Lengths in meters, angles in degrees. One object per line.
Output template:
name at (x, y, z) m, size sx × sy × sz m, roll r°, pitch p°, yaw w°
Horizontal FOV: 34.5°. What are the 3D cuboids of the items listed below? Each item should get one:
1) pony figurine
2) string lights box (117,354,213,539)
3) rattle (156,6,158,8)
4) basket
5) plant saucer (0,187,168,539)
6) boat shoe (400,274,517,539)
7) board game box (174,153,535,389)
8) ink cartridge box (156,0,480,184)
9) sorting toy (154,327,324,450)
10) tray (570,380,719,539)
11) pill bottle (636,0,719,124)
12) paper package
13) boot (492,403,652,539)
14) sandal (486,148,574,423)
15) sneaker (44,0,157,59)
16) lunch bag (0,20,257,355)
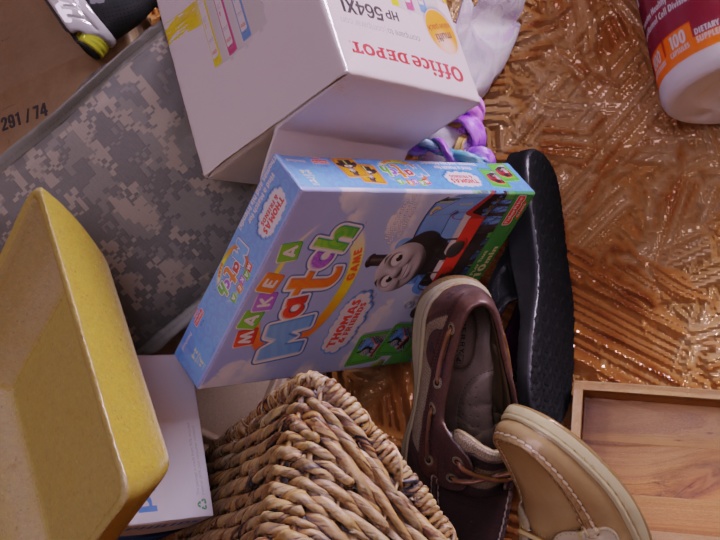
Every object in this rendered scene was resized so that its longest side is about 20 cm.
pony figurine at (0.028, -0.141, 0.817) m, size 0.199 × 0.166 × 0.194 m, roll 18°, pitch 94°, yaw 26°
string lights box at (-0.172, 0.133, 0.753) m, size 0.200 × 0.059 × 0.103 m, roll -32°, pitch 63°, yaw 49°
rattle at (-0.071, -0.210, 0.842) m, size 0.199 × 0.130 × 0.144 m, roll -21°, pitch 58°, yaw 25°
basket at (-0.027, 0.175, 0.705) m, size 0.142 × 0.200 × 0.150 m, roll 25°, pitch 53°, yaw -17°
plant saucer at (-0.175, 0.089, 0.669) m, size 0.200 × 0.048 × 0.201 m, roll -52°, pitch 50°, yaw 39°
boat shoe at (0.069, 0.107, 0.727) m, size 0.072 × 0.072 × 0.201 m, roll -2°, pitch 101°, yaw -15°
board game box at (0.000, 0.000, 0.716) m, size 0.037 × 0.199 × 0.152 m, roll 51°, pitch 126°, yaw 32°
ink cartridge box at (-0.028, -0.143, 0.700) m, size 0.125 × 0.128 × 0.201 m, roll -31°, pitch 70°, yaw 37°
sorting toy at (-0.109, 0.044, 0.845) m, size 0.199 × 0.036 × 0.186 m, roll 20°, pitch 79°, yaw 21°
tray at (0.235, 0.129, 0.742) m, size 0.199 × 0.037 × 0.099 m, roll 3°, pitch 75°, yaw 14°
pill bottle at (0.243, -0.213, 0.797) m, size 0.114 × 0.114 × 0.201 m, roll -11°, pitch 72°, yaw 9°
paper package at (-0.254, -0.141, 0.891) m, size 0.199 × 0.103 × 0.191 m, roll -24°, pitch 72°, yaw 4°
boot at (0.097, 0.193, 0.672) m, size 0.155 × 0.200 × 0.073 m, roll -39°, pitch 26°, yaw -17°
sandal at (0.112, 0.016, 0.790) m, size 0.048 × 0.075 × 0.201 m, roll -13°, pitch 62°, yaw 30°
sneaker at (-0.206, -0.245, 0.824) m, size 0.084 × 0.074 × 0.201 m, roll -31°, pitch 80°, yaw -4°
lunch bag at (-0.155, -0.040, 0.771) m, size 0.200 × 0.118 × 0.164 m, roll -39°, pitch 104°, yaw 2°
